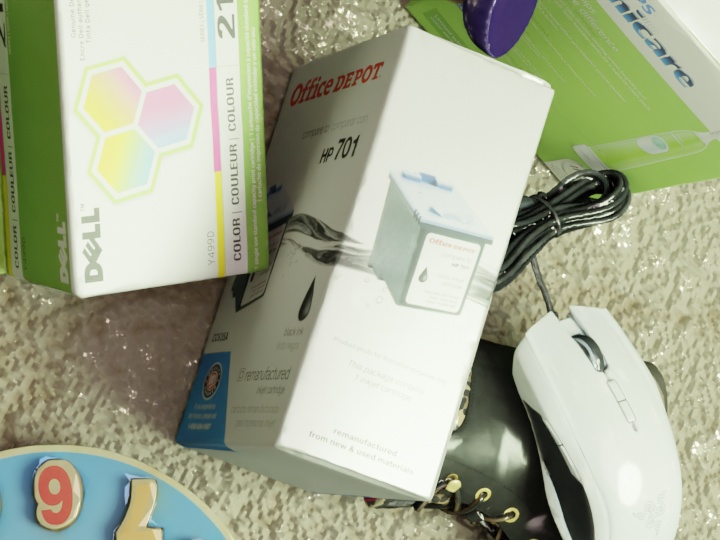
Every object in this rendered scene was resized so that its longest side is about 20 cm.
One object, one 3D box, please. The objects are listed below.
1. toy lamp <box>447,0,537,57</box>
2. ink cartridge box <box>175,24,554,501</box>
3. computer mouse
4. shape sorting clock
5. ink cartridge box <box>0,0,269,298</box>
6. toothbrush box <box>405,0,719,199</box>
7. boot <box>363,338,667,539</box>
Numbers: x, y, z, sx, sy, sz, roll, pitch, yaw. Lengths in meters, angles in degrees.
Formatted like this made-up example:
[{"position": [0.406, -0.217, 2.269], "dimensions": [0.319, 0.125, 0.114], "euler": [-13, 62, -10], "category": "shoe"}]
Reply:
[{"position": [-0.011, -0.162, 1.068], "dimensions": [0.199, 0.058, 0.058], "euler": [26, 73, 21], "category": "toy lamp"}, {"position": [0.000, 0.000, 1.070], "dimensions": [0.086, 0.146, 0.201], "euler": [20, 79, -21], "category": "ink cartridge box"}, {"position": [0.115, 0.054, 1.112], "dimensions": [0.109, 0.044, 0.201], "euler": [-18, 87, -34], "category": "computer mouse"}, {"position": [-0.138, 0.178, 1.029], "dimensions": [0.199, 0.039, 0.201], "euler": [1, 81, -7], "category": "shape sorting clock"}, {"position": [-0.146, -0.062, 1.017], "dimensions": [0.199, 0.076, 0.149], "euler": [-9, 102, -34], "category": "ink cartridge box"}, {"position": [0.134, -0.120, 1.109], "dimensions": [0.146, 0.200, 0.086], "euler": [46, 71, -15], "category": "toothbrush box"}, {"position": [0.070, 0.125, 1.135], "dimensions": [0.150, 0.073, 0.201], "euler": [18, 76, -24], "category": "boot"}]
